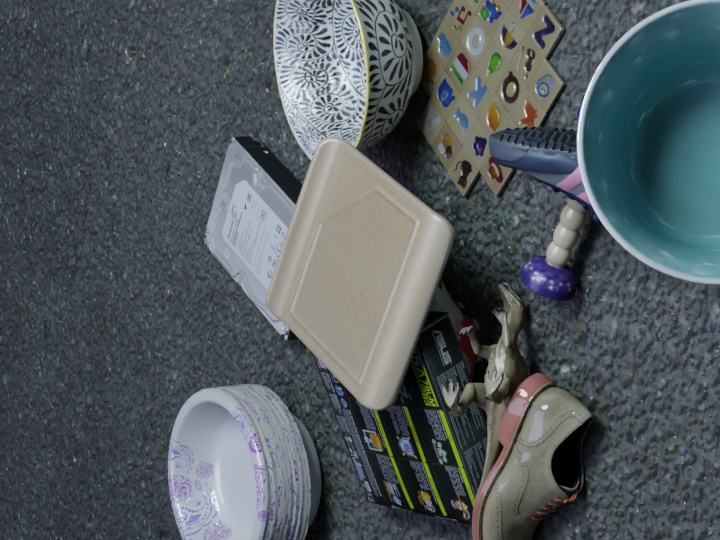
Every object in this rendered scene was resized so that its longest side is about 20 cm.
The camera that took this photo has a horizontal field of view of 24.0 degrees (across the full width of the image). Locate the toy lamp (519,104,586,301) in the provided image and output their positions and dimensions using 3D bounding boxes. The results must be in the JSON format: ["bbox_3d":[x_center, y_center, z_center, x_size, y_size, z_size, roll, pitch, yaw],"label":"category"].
[{"bbox_3d":[0.186,-0.072,1.406,0.058,0.058,0.201,48,129,41],"label":"toy lamp"}]

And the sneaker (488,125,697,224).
[{"bbox_3d":[0.190,-0.061,1.334,0.198,0.070,0.083,15,114,23],"label":"sneaker"}]

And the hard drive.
[{"bbox_3d":[-0.098,-0.037,1.830,0.200,0.038,0.141,48,130,42],"label":"hard drive"}]

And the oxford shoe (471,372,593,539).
[{"bbox_3d":[0.150,0.193,1.472,0.074,0.070,0.202,30,124,33],"label":"oxford shoe"}]

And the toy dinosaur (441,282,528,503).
[{"bbox_3d":[0.119,0.107,1.475,0.058,0.101,0.202,5,82,34],"label":"toy dinosaur"}]

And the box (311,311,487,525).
[{"bbox_3d":[0.042,0.133,1.583,0.192,0.047,0.202,-1,114,53],"label":"box"}]

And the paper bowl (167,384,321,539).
[{"bbox_3d":[-0.117,0.223,1.820,0.200,0.103,0.203,6,98,55],"label":"paper bowl"}]

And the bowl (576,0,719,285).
[{"bbox_3d":[0.256,-0.086,1.221,0.105,0.198,0.203,31,-129,-80],"label":"bowl"}]

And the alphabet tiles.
[{"bbox_3d":[0.115,-0.174,1.542,0.167,0.006,0.201,59,136,33],"label":"alphabet tiles"}]

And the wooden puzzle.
[{"bbox_3d":[0.000,0.000,1.526,0.200,0.037,0.187,39,116,46],"label":"wooden puzzle"}]

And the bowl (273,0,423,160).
[{"bbox_3d":[-0.001,-0.202,1.616,0.200,0.093,0.203,31,126,56],"label":"bowl"}]

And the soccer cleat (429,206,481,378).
[{"bbox_3d":[0.050,0.023,1.583,0.069,0.085,0.202,-38,62,49],"label":"soccer cleat"}]
